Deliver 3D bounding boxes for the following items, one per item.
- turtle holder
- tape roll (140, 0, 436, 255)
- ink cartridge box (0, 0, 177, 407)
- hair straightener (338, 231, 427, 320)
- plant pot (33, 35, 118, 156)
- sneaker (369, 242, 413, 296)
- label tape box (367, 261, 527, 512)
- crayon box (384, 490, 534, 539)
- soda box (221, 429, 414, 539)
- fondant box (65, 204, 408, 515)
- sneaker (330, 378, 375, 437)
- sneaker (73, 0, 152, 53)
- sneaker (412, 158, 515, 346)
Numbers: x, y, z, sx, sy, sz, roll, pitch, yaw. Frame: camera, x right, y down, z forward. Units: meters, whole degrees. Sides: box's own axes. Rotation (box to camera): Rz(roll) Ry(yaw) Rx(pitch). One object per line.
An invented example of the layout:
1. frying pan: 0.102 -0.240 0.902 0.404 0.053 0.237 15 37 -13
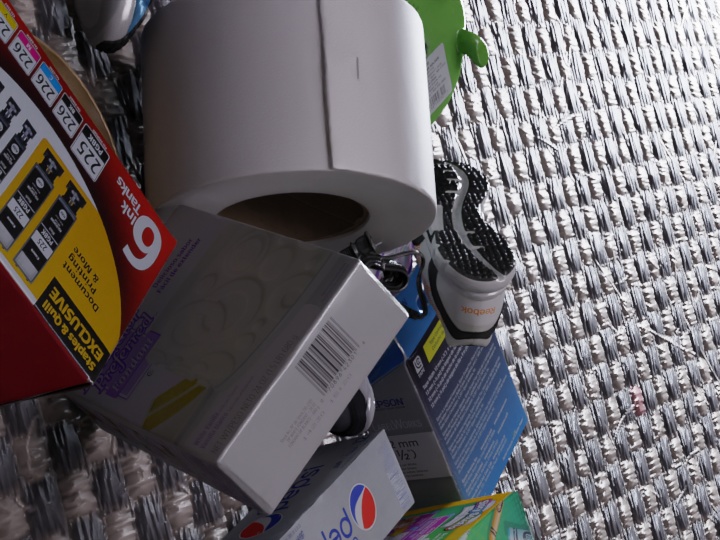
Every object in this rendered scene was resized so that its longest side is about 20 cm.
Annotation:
1. turtle holder: 0.002 -0.187 1.431 0.185 0.131 0.142 30 83 -57
2. tape roll: -0.050 -0.097 1.272 0.202 0.201 0.141 21 59 -52
3. ink cartridge box: -0.216 -0.028 1.047 0.201 0.083 0.176 57 37 -27
4. hair straightener: -0.006 0.010 1.280 0.199 0.077 0.041 12 45 -51
5. plant pot: -0.221 -0.056 1.154 0.199 0.027 0.202 29 54 -48
6. sneaker: 0.000 0.000 1.429 0.089 0.080 0.201 61 33 -34
7. label tape box: 0.056 0.084 1.469 0.201 0.066 0.144 66 33 -23
8. crayon box: 0.034 0.228 1.340 0.200 0.118 0.059 -28 100 -57
9. soda box: -0.039 0.188 1.292 0.200 0.068 0.064 -42 111 -55
10. fondant box: -0.084 0.048 1.121 0.058 0.199 0.145 46 72 -34
11. sneaker: -0.071 0.082 1.287 0.200 0.075 0.115 45 43 -30
12. sneaker: -0.194 -0.243 1.249 0.086 0.075 0.202 5 69 -42
13. sneaker: 0.065 -0.018 1.400 0.201 0.073 0.081 -101 -165 -57
